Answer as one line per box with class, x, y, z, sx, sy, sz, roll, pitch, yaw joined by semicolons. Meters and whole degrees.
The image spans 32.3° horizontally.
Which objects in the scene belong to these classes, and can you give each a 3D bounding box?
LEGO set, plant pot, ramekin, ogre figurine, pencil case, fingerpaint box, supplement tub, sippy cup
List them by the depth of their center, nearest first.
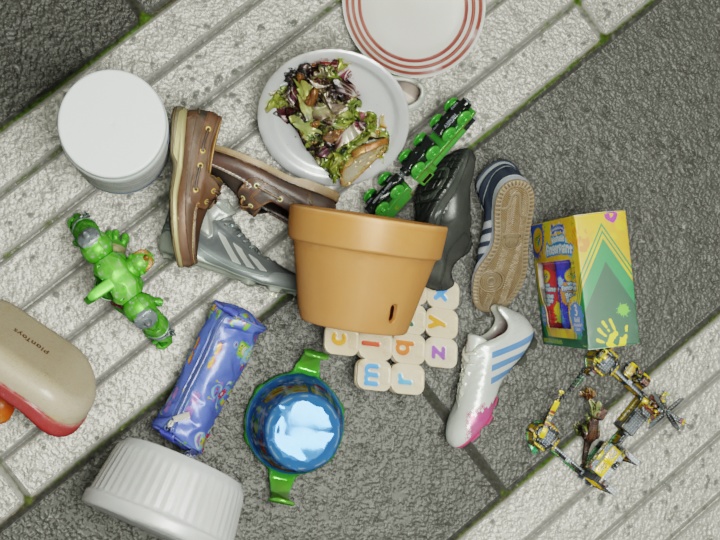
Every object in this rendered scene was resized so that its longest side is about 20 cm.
supplement tub;-0.300;-0.166;1.534;0.130;0.200;0.134;0;89;-9
plant pot;0.000;0.000;1.540;0.198;0.200;0.142;9;93;-8
ramekin;-0.236;0.281;1.541;0.201;0.202;0.095;25;74;-7
ogre figurine;-0.303;0.013;1.570;0.097;0.120;0.202;-16;92;-9
sippy cup;-0.079;0.201;1.595;0.138;0.130;0.179;-22;91;-9
pencil case;-0.197;0.138;1.601;0.077;0.087;0.201;25;84;15
fingerpaint box;0.287;0.014;1.620;0.073;0.200;0.169;-6;90;-8
LEGO set;0.327;0.202;1.663;0.200;0.116;0.154;-42;95;-8

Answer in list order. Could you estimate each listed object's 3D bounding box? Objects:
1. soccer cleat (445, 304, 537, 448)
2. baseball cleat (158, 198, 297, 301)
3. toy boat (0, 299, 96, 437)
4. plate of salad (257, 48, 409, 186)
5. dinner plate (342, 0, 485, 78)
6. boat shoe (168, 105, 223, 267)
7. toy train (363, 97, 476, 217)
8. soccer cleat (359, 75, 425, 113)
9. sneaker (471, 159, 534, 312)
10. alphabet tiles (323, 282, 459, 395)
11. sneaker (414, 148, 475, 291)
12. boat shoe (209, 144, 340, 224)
soccer cleat;0.156;0.137;1.661;0.086;0.070;0.201;39;75;-22
baseball cleat;-0.160;-0.034;1.619;0.198;0.070;0.108;17;86;-9
toy boat;-0.435;0.141;1.561;0.199;0.131;0.131;36;114;-6
plate of salad;-0.035;-0.190;1.605;0.198;0.048;0.202;2;126;2
dinner plate;0.072;-0.360;1.685;0.198;0.024;0.203;0;88;-8
boat shoe;-0.206;-0.104;1.559;0.067;0.072;0.203;2;91;-6
toy train;0.081;-0.145;1.642;0.200;0.056;0.042;-47;59;10
soccer cleat;-0.011;-0.229;1.642;0.198;0.078;0.070;-8;90;-9
sneaker;0.185;-0.051;1.680;0.069;0.109;0.202;4;118;-11
alphabet tiles;0.042;0.062;1.650;0.194;0.015;0.202;8;77;-23
sneaker;0.115;-0.066;1.667;0.090;0.076;0.202;28;80;-28
boat shoe;-0.126;-0.102;1.624;0.198;0.070;0.071;22;81;-8
